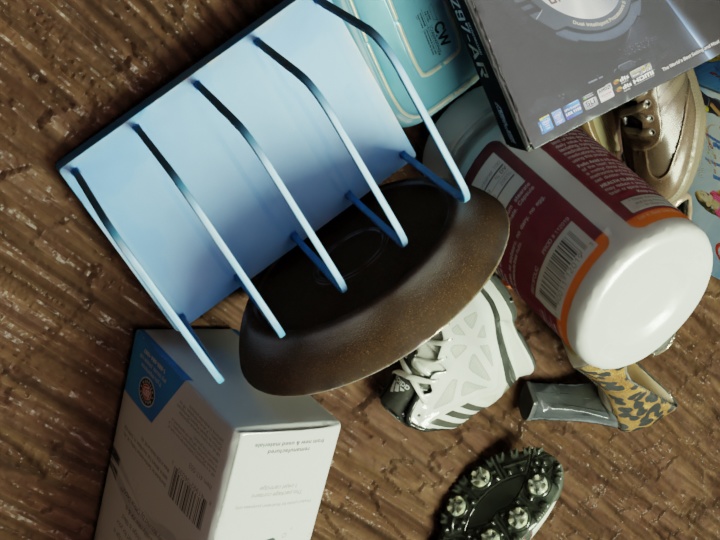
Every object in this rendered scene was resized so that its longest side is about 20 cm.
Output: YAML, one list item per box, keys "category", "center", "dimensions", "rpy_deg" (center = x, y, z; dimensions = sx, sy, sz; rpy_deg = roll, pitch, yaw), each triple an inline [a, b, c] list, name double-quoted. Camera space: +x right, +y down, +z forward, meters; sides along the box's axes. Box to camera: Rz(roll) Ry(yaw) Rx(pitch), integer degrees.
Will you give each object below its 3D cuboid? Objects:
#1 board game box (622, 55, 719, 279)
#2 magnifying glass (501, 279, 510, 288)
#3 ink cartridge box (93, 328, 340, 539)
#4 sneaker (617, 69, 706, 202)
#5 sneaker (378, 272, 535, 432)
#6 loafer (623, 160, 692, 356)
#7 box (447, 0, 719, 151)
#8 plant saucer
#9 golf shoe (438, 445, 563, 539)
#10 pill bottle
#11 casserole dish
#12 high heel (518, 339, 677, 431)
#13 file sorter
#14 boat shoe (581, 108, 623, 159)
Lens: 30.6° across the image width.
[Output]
- category: "board game box"
  center: [0.282, -0.077, 0.994]
  dimensions: [0.056, 0.195, 0.201]
  rpy_deg: [-34, 129, -16]
- category: "magnifying glass"
  center: [0.189, 0.029, 1.098]
  dimensions: [0.199, 0.022, 0.080]
  rpy_deg: [22, 99, -39]
- category: "ink cartridge box"
  center: [-0.105, 0.159, 0.874]
  dimensions: [0.085, 0.146, 0.202]
  rpy_deg: [0, 113, -36]
- category: "sneaker"
  center: [0.192, -0.145, 0.916]
  dimensions: [0.075, 0.070, 0.203]
  rpy_deg: [-9, 103, -32]
- category: "sneaker"
  center: [0.057, 0.056, 0.975]
  dimensions: [0.115, 0.076, 0.201]
  rpy_deg: [-44, 137, -10]
- category: "loafer"
  center: [0.237, 0.002, 1.056]
  dimensions: [0.072, 0.063, 0.201]
  rpy_deg: [-34, 134, -20]
- category: "box"
  center: [0.155, -0.192, 0.838]
  dimensions: [0.198, 0.044, 0.162]
  rpy_deg: [-26, 104, -7]
- category: "plant saucer"
  center: [0.000, 0.000, 0.839]
  dimensions: [0.200, 0.200, 0.032]
  rpy_deg: [-40, 116, -12]
- category: "golf shoe"
  center: [0.103, 0.234, 1.115]
  dimensions: [0.200, 0.077, 0.088]
  rpy_deg: [-49, 141, 5]
- category: "pill bottle"
  center: [0.134, -0.037, 0.898]
  dimensions: [0.113, 0.200, 0.115]
  rpy_deg: [-22, 137, -22]
- category: "casserole dish"
  center: [0.029, -0.180, 0.870]
  dimensions: [0.121, 0.039, 0.201]
  rpy_deg: [-37, 129, -14]
- category: "high heel"
  center: [0.225, 0.061, 1.062]
  dimensions: [0.141, 0.072, 0.201]
  rpy_deg: [3, 141, -18]
- category: "file sorter"
  center: [-0.055, -0.051, 0.796]
  dimensions: [0.199, 0.123, 0.139]
  rpy_deg: [-36, 121, -6]
- category: "boat shoe"
  center: [0.158, -0.153, 0.961]
  dimensions: [0.072, 0.072, 0.201]
  rpy_deg: [-48, 129, -32]
